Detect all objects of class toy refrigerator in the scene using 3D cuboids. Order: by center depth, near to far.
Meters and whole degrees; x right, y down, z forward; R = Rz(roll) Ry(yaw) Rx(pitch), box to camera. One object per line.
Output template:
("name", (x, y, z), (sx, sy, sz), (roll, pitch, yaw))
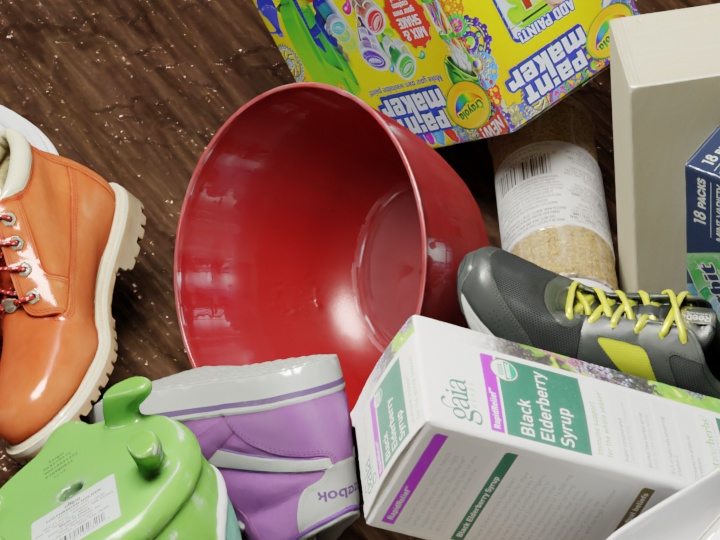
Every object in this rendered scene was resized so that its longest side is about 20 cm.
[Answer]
("toy refrigerator", (0.182, -0.049, 1.615), (0.075, 0.201, 0.070), (-9, 41, -1))

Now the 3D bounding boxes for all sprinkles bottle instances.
("sprinkles bottle", (0.114, -0.019, 1.689), (0.068, 0.068, 0.201), (-5, 42, 2))

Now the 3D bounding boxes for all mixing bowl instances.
("mixing bowl", (0.000, 0.000, 1.620), (0.108, 0.201, 0.200), (4, 27, -45))

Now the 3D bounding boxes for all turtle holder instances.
("turtle holder", (-0.133, 0.148, 1.491), (0.141, 0.132, 0.185), (-43, 23, -24))

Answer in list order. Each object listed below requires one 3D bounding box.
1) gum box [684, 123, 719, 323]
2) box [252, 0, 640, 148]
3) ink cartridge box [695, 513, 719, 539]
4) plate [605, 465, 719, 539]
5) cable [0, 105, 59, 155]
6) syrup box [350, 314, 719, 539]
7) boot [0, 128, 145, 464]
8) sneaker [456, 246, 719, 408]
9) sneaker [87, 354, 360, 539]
("gum box", (0.268, 0.028, 1.541), (0.199, 0.171, 0.045), (21, 48, 28))
("box", (0.037, -0.182, 1.729), (0.122, 0.193, 0.200), (-35, 13, -28))
("ink cartridge box", (0.183, 0.209, 1.354), (0.146, 0.083, 0.200), (42, 71, 12))
("plate", (0.251, 0.169, 1.439), (0.199, 0.032, 0.200), (-31, 73, -16))
("cable", (-0.271, -0.027, 1.750), (0.199, 0.069, 0.200), (16, 46, 23))
("syrup box", (0.101, 0.099, 1.490), (0.199, 0.082, 0.079), (17, 37, -20))
("boot", (-0.190, 0.012, 1.632), (0.075, 0.107, 0.201), (-27, 40, 32))
("sneaker", (0.145, 0.033, 1.551), (0.199, 0.085, 0.075), (29, 40, -17))
("sneaker", (-0.075, 0.111, 1.570), (0.072, 0.115, 0.200), (-18, 7, -36))
